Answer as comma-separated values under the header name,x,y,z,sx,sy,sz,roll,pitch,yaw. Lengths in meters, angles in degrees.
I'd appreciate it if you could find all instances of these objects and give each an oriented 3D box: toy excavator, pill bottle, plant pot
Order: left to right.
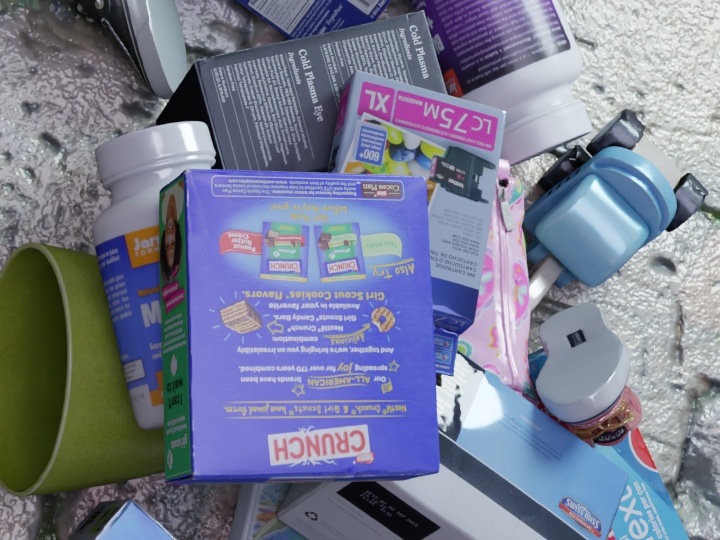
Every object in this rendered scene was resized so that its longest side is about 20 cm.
name,x,y,z,sx,sy,sz,roll,pitch,yaw
plant pot,-0.162,0.078,1.596,0.200,0.187,0.187,4,82,-29
pill bottle,-0.124,0.003,1.472,0.112,0.112,0.200,-13,86,-15
pill bottle,0.114,-0.190,1.723,0.111,0.111,0.200,-22,88,-16
toy excavator,0.161,-0.012,1.709,0.100,0.194,0.200,46,47,-5

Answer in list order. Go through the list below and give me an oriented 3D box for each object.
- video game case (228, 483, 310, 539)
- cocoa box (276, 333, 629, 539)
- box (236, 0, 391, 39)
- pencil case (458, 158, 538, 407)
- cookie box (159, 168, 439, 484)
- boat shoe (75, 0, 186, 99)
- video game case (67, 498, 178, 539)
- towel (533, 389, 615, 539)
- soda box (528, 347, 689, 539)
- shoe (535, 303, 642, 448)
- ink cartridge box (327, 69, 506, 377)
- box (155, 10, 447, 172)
name,x,y,z,sx,sy,sz,roll,pitch,yaw
video game case,-0.009,0.156,1.602,0.182,0.022,0.200,31,56,-32
cocoa box,0.069,0.163,1.536,0.200,0.133,0.131,36,52,-12
box,-0.066,-0.262,1.689,0.200,0.121,0.032,35,32,-9
pencil case,0.091,0.017,1.635,0.087,0.087,0.200,4,70,-14
cookie box,-0.042,0.040,1.394,0.171,0.075,0.200,1,80,-18
boat shoe,-0.194,-0.228,1.678,0.064,0.071,0.200,-17,97,17
video game case,-0.124,0.252,1.569,0.200,0.181,0.045,43,76,-5
towel,0.130,0.202,1.650,0.144,0.022,0.200,-18,88,-22
soda box,0.194,0.154,1.723,0.068,0.064,0.200,-24,90,-16
shoe,0.180,0.097,1.593,0.071,0.200,0.091,-23,104,8
ink cartridge box,0.031,-0.034,1.495,0.119,0.042,0.200,14,71,-11
box,-0.045,-0.109,1.626,0.182,0.200,0.104,-15,85,-15
